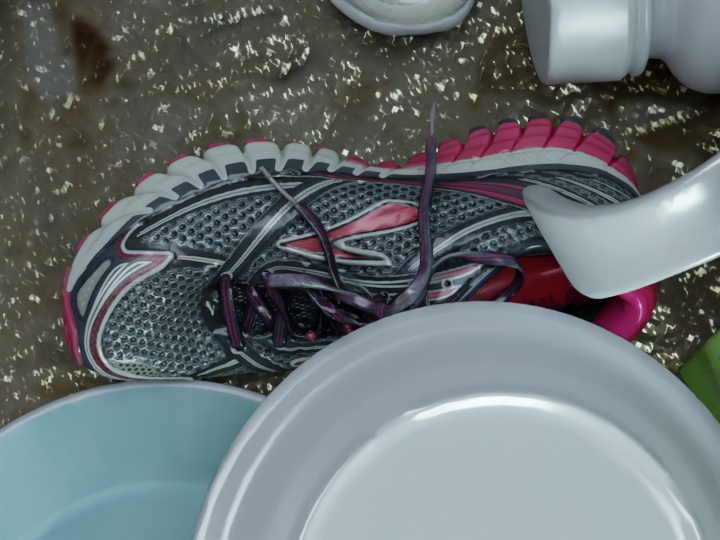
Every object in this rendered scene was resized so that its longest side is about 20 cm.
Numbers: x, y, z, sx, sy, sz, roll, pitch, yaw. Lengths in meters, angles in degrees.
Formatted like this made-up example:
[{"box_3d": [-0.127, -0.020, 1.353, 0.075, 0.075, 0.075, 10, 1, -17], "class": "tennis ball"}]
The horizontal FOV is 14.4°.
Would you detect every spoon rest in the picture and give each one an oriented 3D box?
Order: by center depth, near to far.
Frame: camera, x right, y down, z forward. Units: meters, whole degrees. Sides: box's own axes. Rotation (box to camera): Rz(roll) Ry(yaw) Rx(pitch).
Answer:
[{"box_3d": [0.149, -0.053, 0.881, 0.200, 0.061, 0.099, -32, 109, 0], "class": "spoon rest"}]

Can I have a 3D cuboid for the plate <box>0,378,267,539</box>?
[{"box_3d": [-0.068, 0.135, 0.944, 0.200, 0.026, 0.201, -3, 72, 8], "class": "plate"}]

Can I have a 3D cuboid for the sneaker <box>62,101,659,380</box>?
[{"box_3d": [0.000, 0.000, 0.940, 0.200, 0.081, 0.075, -12, 38, -2], "class": "sneaker"}]

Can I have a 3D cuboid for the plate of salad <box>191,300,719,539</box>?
[{"box_3d": [0.039, 0.110, 0.904, 0.200, 0.048, 0.201, 2, 83, -15], "class": "plate of salad"}]

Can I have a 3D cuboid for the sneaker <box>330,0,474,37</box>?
[{"box_3d": [0.001, -0.180, 0.982, 0.075, 0.081, 0.200, -11, 83, -5], "class": "sneaker"}]

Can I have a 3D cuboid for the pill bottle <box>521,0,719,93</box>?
[{"box_3d": [0.155, -0.119, 0.959, 0.199, 0.113, 0.114, -6, 81, -2], "class": "pill bottle"}]

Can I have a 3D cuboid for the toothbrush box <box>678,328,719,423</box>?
[{"box_3d": [0.193, 0.022, 0.895, 0.145, 0.200, 0.086, -27, 83, -5], "class": "toothbrush box"}]
